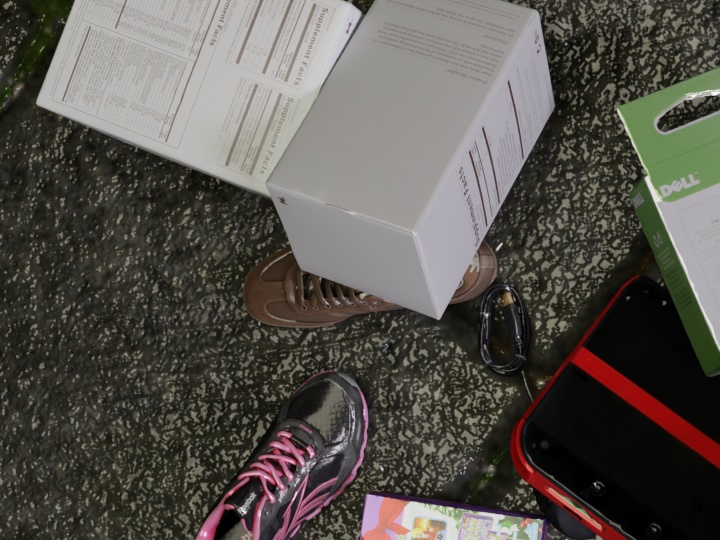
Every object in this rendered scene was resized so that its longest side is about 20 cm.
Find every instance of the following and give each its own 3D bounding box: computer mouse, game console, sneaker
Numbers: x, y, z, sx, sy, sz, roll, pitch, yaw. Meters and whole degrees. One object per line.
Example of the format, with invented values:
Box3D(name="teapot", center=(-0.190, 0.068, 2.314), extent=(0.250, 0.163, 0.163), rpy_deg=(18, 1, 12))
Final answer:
Box3D(name="computer mouse", center=(0.134, 0.102, 1.362), extent=(0.059, 0.034, 0.200), rpy_deg=(-20, 79, -10))
Box3D(name="game console", center=(0.227, 0.123, 1.329), extent=(0.200, 0.031, 0.177), rpy_deg=(36, 73, 12))
Box3D(name="sneaker", center=(-0.066, 0.163, 1.384), extent=(0.079, 0.095, 0.200), rpy_deg=(33, 93, 15))
Box3D(name="sneaker", center=(0.000, 0.000, 1.389), extent=(0.200, 0.076, 0.071), rpy_deg=(-10, 84, 13))

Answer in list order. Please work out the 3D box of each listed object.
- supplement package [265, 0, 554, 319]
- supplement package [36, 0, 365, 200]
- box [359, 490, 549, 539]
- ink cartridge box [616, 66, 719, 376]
Box3D(name="supplement package", center=(0.040, -0.090, 1.320), extent=(0.121, 0.120, 0.200), rpy_deg=(20, 65, 22))
Box3D(name="supplement package", center=(-0.104, -0.148, 1.385), extent=(0.200, 0.152, 0.151), rpy_deg=(22, 92, 14))
Box3D(name="box", center=(0.060, 0.272, 1.373), extent=(0.137, 0.039, 0.200), rpy_deg=(7, 88, 14))
Box3D(name="ink cartridge box", center=(0.261, -0.037, 1.322), extent=(0.104, 0.059, 0.200), rpy_deg=(-21, 82, -7))
